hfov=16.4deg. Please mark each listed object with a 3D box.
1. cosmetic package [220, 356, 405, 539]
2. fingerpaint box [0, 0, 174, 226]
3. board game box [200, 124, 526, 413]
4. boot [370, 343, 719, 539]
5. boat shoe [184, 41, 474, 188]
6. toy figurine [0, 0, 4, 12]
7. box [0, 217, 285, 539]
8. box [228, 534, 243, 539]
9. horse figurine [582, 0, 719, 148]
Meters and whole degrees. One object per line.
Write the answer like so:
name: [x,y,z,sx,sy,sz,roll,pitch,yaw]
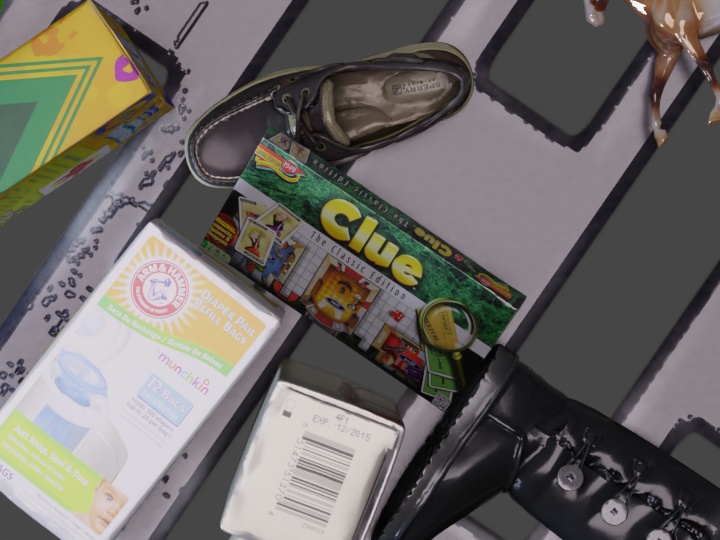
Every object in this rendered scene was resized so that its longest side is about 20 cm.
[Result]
cosmetic package: [-0.030,0.120,1.588,0.087,0.200,0.103,21,93,-2]
fingerpaint box: [-0.211,-0.091,1.580,0.167,0.200,0.073,-34,91,1]
board game box: [0.000,0.000,1.635,0.200,0.023,0.105,34,124,3]
boot: [0.130,0.169,1.663,0.200,0.066,0.165,34,93,-6]
boat shoe: [-0.022,-0.105,1.648,0.200,0.065,0.073,-20,94,1]
toy figurine: [-0.330,-0.211,1.623,0.184,0.150,0.200,24,69,8]
box: [-0.152,0.074,1.634,0.112,0.101,0.200,39,91,-2]
box: [-0.094,0.276,1.652,0.095,0.078,0.200,33,91,-1]
horse figurine: [0.250,-0.166,1.651,0.200,0.050,0.133,-17,75,8]
